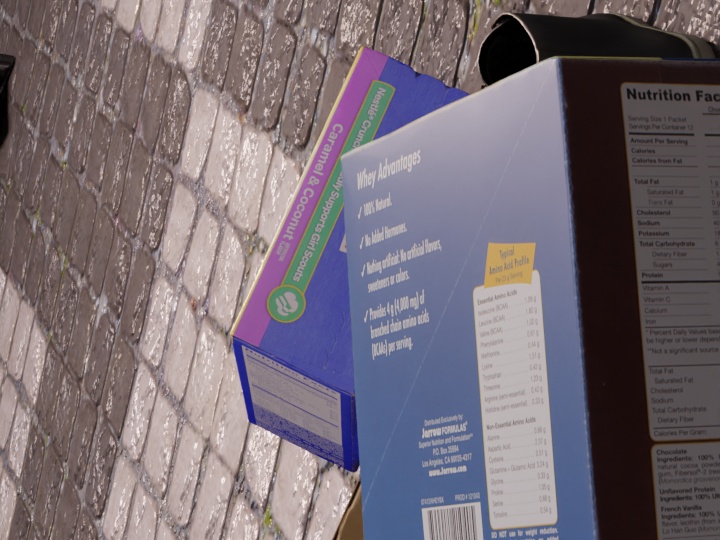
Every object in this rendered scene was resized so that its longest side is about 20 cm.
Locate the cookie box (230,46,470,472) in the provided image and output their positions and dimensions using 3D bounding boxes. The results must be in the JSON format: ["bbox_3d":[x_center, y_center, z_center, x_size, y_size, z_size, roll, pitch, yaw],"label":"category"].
[{"bbox_3d":[0.000,0.000,1.254,0.200,0.075,0.172,91,-157,-74],"label":"cookie box"}]

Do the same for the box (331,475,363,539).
[{"bbox_3d":[0.038,0.058,1.346,0.164,0.021,0.200,-61,-6,-57],"label":"box"}]

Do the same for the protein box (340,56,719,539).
[{"bbox_3d":[0.095,0.036,0.906,0.198,0.134,0.201,160,108,-65],"label":"protein box"}]

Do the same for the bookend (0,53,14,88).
[{"bbox_3d":[-0.479,-0.127,2.777,0.200,0.092,0.199,126,145,-48],"label":"bookend"}]

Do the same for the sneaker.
[{"bbox_3d":[0.097,-0.109,1.235,0.200,0.106,0.075,-171,90,-69],"label":"sneaker"}]
